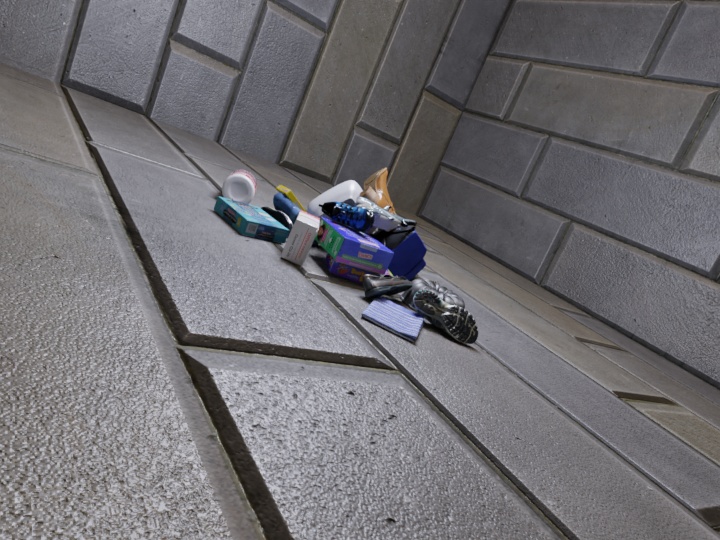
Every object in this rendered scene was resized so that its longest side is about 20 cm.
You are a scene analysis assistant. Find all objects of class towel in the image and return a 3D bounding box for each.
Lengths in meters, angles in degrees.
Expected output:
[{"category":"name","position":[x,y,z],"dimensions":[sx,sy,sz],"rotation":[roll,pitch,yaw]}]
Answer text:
[{"category":"towel","position":[0.086,0.114,1.342],"dimensions":[0.144,0.024,0.200],"rotation":[25,12,8]},{"category":"towel","position":[-0.208,-0.165,1.759],"dimensions":[0.200,0.048,0.112],"rotation":[41,-17,27]}]

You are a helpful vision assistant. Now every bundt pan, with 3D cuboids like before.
[{"category":"bundt pan","position":[0.220,0.085,1.593],"dimensions":[0.200,0.076,0.202],"rotation":[22,12,-5]}]

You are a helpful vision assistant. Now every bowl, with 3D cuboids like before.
[{"category":"bowl","position":[-0.055,-0.165,1.755],"dimensions":[0.201,0.198,0.075],"rotation":[59,7,-26]}]

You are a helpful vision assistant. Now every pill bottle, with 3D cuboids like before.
[{"category":"pill bottle","position":[-0.417,-0.291,1.883],"dimensions":[0.109,0.111,0.200],"rotation":[21,13,-13]}]

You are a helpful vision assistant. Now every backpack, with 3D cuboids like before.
[{"category":"backpack","position":[0.108,-0.059,1.790],"dimensions":[0.169,0.162,0.200],"rotation":[61,-12,-29]}]

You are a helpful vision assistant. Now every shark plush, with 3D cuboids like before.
[{"category":"shark plush","position":[0.082,-0.174,1.654],"dimensions":[0.197,0.091,0.084],"rotation":[6,54,-7]}]

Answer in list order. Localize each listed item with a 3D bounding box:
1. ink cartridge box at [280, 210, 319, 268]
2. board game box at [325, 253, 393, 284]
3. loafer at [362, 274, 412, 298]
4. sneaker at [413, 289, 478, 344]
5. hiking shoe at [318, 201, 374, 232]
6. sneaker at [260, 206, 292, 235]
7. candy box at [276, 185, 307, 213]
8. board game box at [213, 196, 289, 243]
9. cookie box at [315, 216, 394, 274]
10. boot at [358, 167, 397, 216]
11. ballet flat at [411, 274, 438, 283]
[{"category":"ink cartridge box","position":[-0.165,-0.089,1.496],"dimensions":[0.067,0.117,0.200],"rotation":[22,12,-9]},{"category":"board game box","position":[0.000,0.000,1.603],"dimensions":[0.198,0.045,0.135],"rotation":[21,13,-15]},{"category":"loafer","position":[0.076,0.033,1.485],"dimensions":[0.199,0.072,0.064],"rotation":[-6,71,-55]},{"category":"sneaker","position":[0.227,0.123,1.445],"dimensions":[0.199,0.078,0.086],"rotation":[38,-13,7]},{"category":"hiking shoe","position":[-0.040,-0.159,1.598],"dimensions":[0.086,0.075,0.199],"rotation":[3,10,-39]},{"category":"sneaker","position":[-0.251,-0.156,1.721],"dimensions":[0.082,0.072,0.200],"rotation":[14,16,-42]},{"category":"candy box","position":[-0.207,-0.199,1.837],"dimensions":[0.102,0.026,0.201],"rotation":[29,-22,55]},{"category":"board game box","position":[-0.327,-0.151,1.614],"dimensions":[0.150,0.047,0.200],"rotation":[12,17,-44]},{"category":"cookie box","position":[-0.024,-0.072,1.571],"dimensions":[0.170,0.076,0.200],"rotation":[17,13,-29]},{"category":"boot","position":[0.076,-0.232,1.765],"dimensions":[0.155,0.073,0.201],"rotation":[48,45,-20]},{"category":"ballet flat","position":[0.205,0.024,1.882],"dimensions":[0.067,0.047,0.200],"rotation":[12,17,-45]}]
